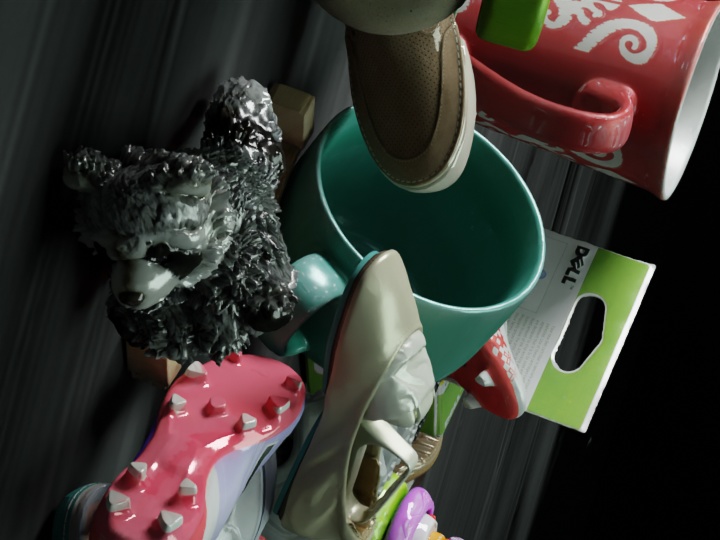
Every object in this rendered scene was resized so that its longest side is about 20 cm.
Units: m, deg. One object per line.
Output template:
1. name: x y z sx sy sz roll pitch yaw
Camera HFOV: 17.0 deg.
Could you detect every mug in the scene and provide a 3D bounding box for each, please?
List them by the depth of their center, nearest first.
1. mug: 0.002 -0.008 1.404 0.115 0.184 0.153 -50 -137 44
2. mug: 0.123 -0.143 1.563 0.177 0.199 0.134 26 84 -76

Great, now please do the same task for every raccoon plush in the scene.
1. raccoon plush: -0.092 -0.052 1.157 0.134 0.096 0.201 72 7 -47

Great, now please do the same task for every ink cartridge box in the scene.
1. ink cartridge box: 0.080 0.039 1.630 0.076 0.199 0.148 89 24 -55

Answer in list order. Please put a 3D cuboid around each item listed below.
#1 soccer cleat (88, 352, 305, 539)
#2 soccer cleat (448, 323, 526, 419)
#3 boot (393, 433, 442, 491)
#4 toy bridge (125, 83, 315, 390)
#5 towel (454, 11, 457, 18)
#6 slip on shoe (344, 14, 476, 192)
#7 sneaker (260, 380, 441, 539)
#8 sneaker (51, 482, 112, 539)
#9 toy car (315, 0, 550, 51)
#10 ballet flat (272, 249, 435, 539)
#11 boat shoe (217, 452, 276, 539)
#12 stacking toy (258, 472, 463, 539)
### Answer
1. soccer cleat: -0.086 0.108 1.244 0.200 0.066 0.077 -53 162 -58
2. soccer cleat: 0.065 0.003 1.559 0.085 0.201 0.069 -23 157 -22
3. boot: -0.009 0.195 1.824 0.200 0.072 0.167 -60 174 -45
4. toy bridge: -0.073 -0.014 1.324 0.067 0.027 0.201 94 19 -53
5. towel: 0.066 -0.256 1.438 0.200 0.023 0.153 -86 -174 -56
6. slip on shoe: 0.019 -0.144 1.341 0.060 0.076 0.202 0 88 -60
7. sneaker: -0.007 0.092 1.451 0.200 0.081 0.075 -56 169 -42
8. sneaker: -0.142 0.202 1.271 0.071 0.080 0.201 -31 120 -47
9. toy car: 0.031 -0.222 1.217 0.200 0.163 0.159 -75 180 -61
10. ballet flat: 0.008 0.076 1.310 0.070 0.069 0.201 -55 167 -49
11. boat shoe: -0.097 0.157 1.352 0.067 0.073 0.201 -44 149 -63
12. stacking toy: 0.006 0.163 1.499 0.116 0.199 0.110 69 42 -70
